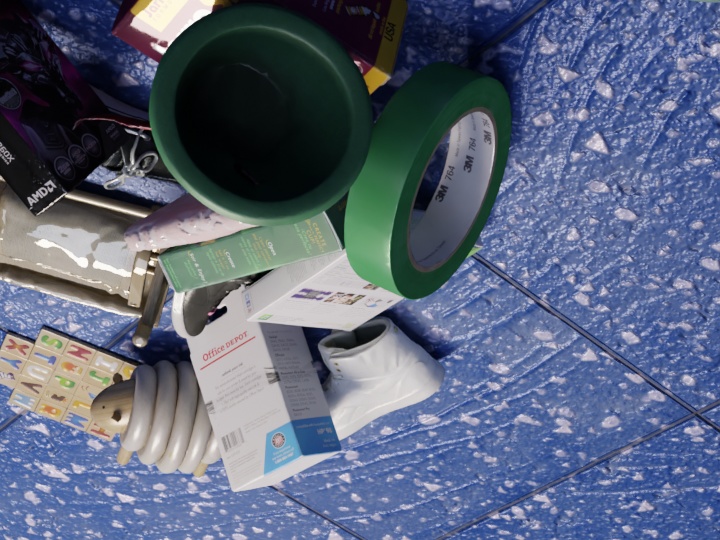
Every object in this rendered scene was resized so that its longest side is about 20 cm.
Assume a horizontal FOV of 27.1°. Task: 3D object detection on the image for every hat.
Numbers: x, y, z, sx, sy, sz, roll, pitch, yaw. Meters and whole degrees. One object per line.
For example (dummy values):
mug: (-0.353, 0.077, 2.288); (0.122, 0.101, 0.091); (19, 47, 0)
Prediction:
hat: (-0.102, -0.126, 1.217); (0.200, 0.166, 0.176); (38, 173, -10)

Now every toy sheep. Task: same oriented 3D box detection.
toy sheep: (-0.201, 0.165, 1.662); (0.200, 0.138, 0.138); (8, 141, -19)

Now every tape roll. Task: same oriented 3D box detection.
tape roll: (0.060, -0.076, 1.271); (0.048, 0.200, 0.201); (24, 144, 25)

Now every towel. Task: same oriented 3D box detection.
towel: (-0.080, -0.073, 1.301); (0.200, 0.191, 0.032); (-12, 106, 42)

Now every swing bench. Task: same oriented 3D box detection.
swing bench: (-0.280, -0.022, 1.447); (0.199, 0.130, 0.200); (16, -178, -6)

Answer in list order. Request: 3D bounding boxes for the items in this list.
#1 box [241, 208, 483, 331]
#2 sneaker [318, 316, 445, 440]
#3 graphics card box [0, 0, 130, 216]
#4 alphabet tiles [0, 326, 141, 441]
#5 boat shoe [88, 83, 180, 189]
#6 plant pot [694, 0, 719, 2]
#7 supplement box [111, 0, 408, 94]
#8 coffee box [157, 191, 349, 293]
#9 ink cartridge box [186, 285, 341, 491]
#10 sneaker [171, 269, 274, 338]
box: (0.000, 0.000, 1.447); (0.144, 0.036, 0.200); (8, 150, -44)
sneaker: (-0.022, 0.114, 1.606); (0.200, 0.074, 0.116); (-29, 124, 25)
graphics card box: (-0.299, -0.157, 1.279); (0.051, 0.125, 0.200); (-30, 104, 30)
alphabet tiles: (-0.331, 0.136, 1.747); (0.200, 0.006, 0.166); (23, 137, -12)
boat shoe: (-0.217, -0.115, 1.393); (0.199, 0.068, 0.074); (28, 136, -17)
plant pot: (0.243, -0.270, 1.039); (0.200, 0.201, 0.134); (14, 166, -2)
supplement box: (-0.080, -0.209, 1.230); (0.200, 0.103, 0.131); (31, 136, -20)
coffee box: (-0.070, -0.040, 1.327); (0.200, 0.123, 0.044); (-14, 108, 38)
ink cartridge box: (-0.107, 0.119, 1.581); (0.116, 0.200, 0.067); (-31, 161, 38)
sneaker: (-0.131, 0.010, 1.509); (0.099, 0.071, 0.200); (17, 135, 1)
